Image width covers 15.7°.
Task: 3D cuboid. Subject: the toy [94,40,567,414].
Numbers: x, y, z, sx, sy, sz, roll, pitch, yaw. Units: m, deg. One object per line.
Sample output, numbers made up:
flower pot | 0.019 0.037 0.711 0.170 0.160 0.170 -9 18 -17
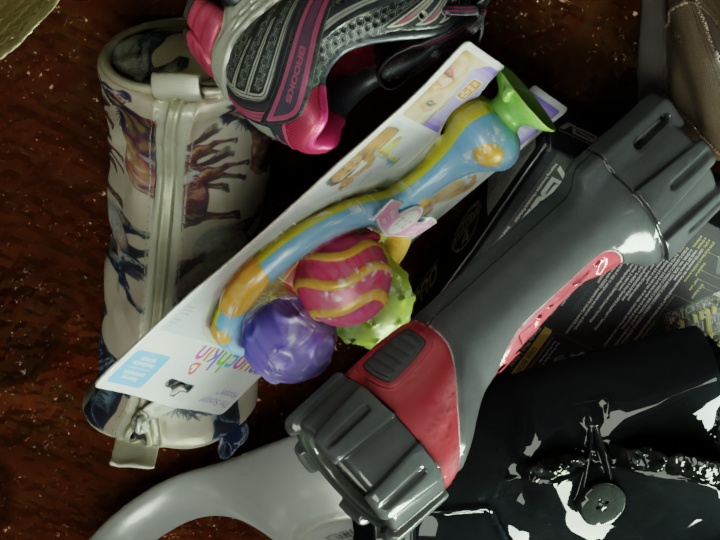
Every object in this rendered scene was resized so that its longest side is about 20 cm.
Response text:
toy | 0.000 0.000 1.046 0.200 0.047 0.115 -45 157 11

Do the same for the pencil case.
pencil case | -0.076 -0.014 1.112 0.078 0.089 0.200 5 124 -2

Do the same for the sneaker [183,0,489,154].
sneaker | 0.031 -0.123 1.010 0.200 0.075 0.081 -39 154 -1

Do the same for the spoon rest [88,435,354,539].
spoon rest | -0.043 0.114 1.195 0.200 0.061 0.099 -18 137 22

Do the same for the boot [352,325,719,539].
boot | 0.083 0.125 1.125 0.168 0.076 0.200 -6 111 -9

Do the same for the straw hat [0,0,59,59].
straw hat | -0.148 -0.156 1.015 0.201 0.201 0.085 -31 160 21

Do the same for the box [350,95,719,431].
box | 0.099 0.037 1.167 0.161 0.049 0.200 25 122 -13

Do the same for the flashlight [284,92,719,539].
flashlight | 0.063 0.020 1.046 0.200 0.068 0.068 -41 87 -15

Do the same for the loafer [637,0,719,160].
loafer | 0.151 -0.124 1.031 0.073 0.071 0.200 -38 138 -26
